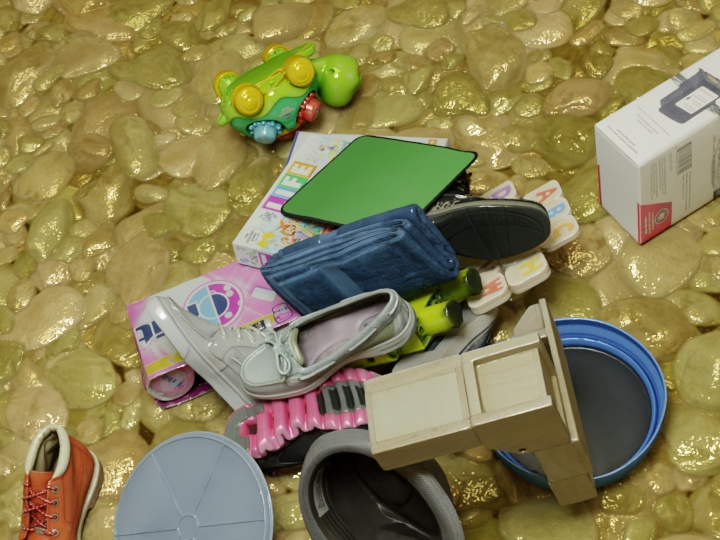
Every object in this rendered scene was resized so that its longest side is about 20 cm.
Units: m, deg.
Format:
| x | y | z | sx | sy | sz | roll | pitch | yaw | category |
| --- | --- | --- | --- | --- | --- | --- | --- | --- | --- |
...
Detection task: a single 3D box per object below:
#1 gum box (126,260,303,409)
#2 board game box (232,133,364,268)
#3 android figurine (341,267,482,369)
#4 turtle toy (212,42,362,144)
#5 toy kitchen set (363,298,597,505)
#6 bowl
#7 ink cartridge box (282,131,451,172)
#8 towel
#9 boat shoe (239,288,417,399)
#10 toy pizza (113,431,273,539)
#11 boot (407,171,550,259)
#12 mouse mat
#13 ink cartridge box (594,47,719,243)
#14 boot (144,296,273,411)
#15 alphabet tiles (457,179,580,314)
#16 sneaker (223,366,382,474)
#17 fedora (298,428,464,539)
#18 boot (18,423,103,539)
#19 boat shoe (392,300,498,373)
| x | y | z | sx | sy | sz | roll | pitch | yaw | category |
| --- | --- | --- | --- | --- | --- | --- | --- | --- | --- |
| -0.168 | 0.067 | 1.588 | 0.199 | 0.066 | 0.114 | -22 | 51 | -4 | gum box |
| -0.044 | -0.074 | 1.613 | 0.134 | 0.034 | 0.201 | 13 | 50 | 23 | board game box |
| 0.036 | 0.050 | 1.518 | 0.199 | 0.041 | 0.182 | -15 | 26 | 39 | android figurine |
| -0.093 | -0.230 | 1.766 | 0.199 | 0.102 | 0.146 | -29 | 24 | -8 | turtle toy |
| 0.119 | 0.130 | 1.353 | 0.179 | 0.200 | 0.164 | -17 | 52 | 13 | toy kitchen set |
| 0.225 | 0.143 | 1.460 | 0.199 | 0.039 | 0.202 | -6 | 53 | 8 | bowl |
| -0.004 | -0.085 | 1.674 | 0.198 | 0.047 | 0.199 | 2 | 51 | 18 | ink cartridge box |
| 0.000 | 0.000 | 1.471 | 0.199 | 0.112 | 0.049 | -19 | 43 | 31 | towel |
| -0.042 | 0.073 | 1.422 | 0.201 | 0.065 | 0.075 | -21 | 57 | 15 | boat shoe |
| -0.172 | 0.269 | 1.432 | 0.199 | 0.032 | 0.202 | -8 | 73 | 26 | toy pizza |
| 0.119 | -0.081 | 1.543 | 0.202 | 0.074 | 0.154 | -6 | 35 | 19 | boot |
| 0.019 | -0.099 | 1.561 | 0.199 | 0.008 | 0.161 | 15 | 50 | 44 | mouse mat |
| 0.374 | -0.146 | 1.572 | 0.199 | 0.145 | 0.084 | -31 | 53 | -11 | ink cartridge box |
| -0.140 | 0.078 | 1.496 | 0.095 | 0.200 | 0.074 | -41 | 27 | 0 | boot |
| 0.152 | -0.029 | 1.568 | 0.195 | 0.015 | 0.200 | -29 | 32 | 11 | alphabet tiles |
| -0.043 | 0.169 | 1.463 | 0.199 | 0.096 | 0.079 | -17 | 46 | 17 | sneaker |
| 0.034 | 0.237 | 1.385 | 0.200 | 0.177 | 0.090 | 41 | 34 | 10 | fedora |
| -0.337 | 0.264 | 1.459 | 0.074 | 0.108 | 0.201 | 0 | 56 | 11 | boot |
| 0.103 | 0.109 | 1.502 | 0.074 | 0.093 | 0.200 | -6 | 22 | 36 | boat shoe |
